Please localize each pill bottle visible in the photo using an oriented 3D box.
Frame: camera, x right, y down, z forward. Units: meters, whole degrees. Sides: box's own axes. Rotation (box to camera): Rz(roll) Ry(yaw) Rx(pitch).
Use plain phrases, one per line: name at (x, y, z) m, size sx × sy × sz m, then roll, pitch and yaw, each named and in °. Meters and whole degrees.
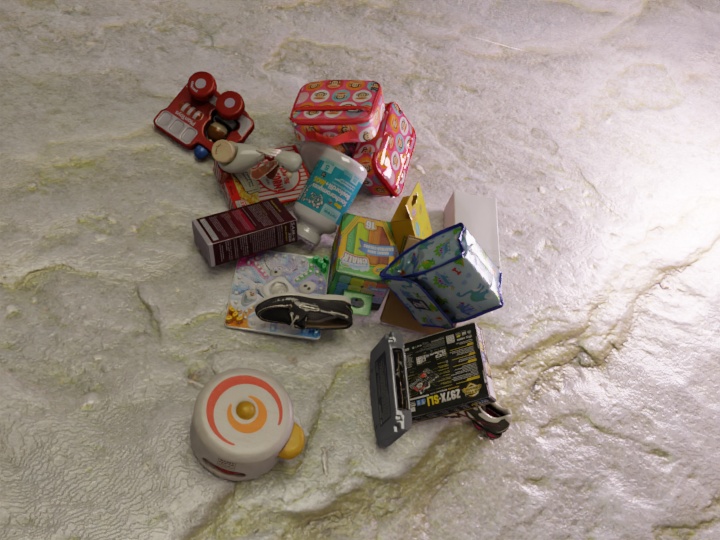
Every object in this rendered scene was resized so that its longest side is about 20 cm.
pill bottle at (-0.076, -0.157, 1.802) m, size 0.110 × 0.111 × 0.201 m, roll 28°, pitch 89°, yaw 3°
pill bottle at (-0.046, -0.312, 1.943) m, size 0.116 × 0.117 × 0.200 m, roll 33°, pitch 55°, yaw 6°

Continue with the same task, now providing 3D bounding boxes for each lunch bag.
lunch bag at (-0.054, -0.347, 1.835) m, size 0.199 × 0.082 × 0.177 m, roll 2°, pitch 48°, yaw 16°
lunch bag at (0.162, 0.025, 1.649) m, size 0.170 × 0.199 × 0.128 m, roll 49°, pitch 33°, yaw -31°
lunch bag at (0.063, -0.275, 1.932) m, size 0.081 × 0.176 × 0.201 m, roll 2°, pitch 63°, yaw 30°

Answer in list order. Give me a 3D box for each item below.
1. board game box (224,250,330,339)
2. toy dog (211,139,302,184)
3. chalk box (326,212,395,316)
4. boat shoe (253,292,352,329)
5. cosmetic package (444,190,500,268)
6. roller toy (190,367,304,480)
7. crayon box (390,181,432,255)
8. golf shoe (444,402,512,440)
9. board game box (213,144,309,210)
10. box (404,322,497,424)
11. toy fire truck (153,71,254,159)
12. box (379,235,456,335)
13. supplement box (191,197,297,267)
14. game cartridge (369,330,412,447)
board game box at (-0.171, 0.040, 1.720) m, size 0.199 × 0.026 × 0.201 m, roll 8°, pitch 56°, yaw -2°
toy dog at (-0.236, -0.224, 1.782) m, size 0.199 × 0.097 × 0.132 m, roll 14°, pitch 8°, yaw 28°
chalk box at (0.000, 0.000, 1.750) m, size 0.124 × 0.124 × 0.201 m, roll 11°, pitch 56°, yaw -8°
boat shoe at (-0.112, 0.089, 1.640) m, size 0.199 × 0.074 × 0.061 m, roll 3°, pitch 51°, yaw -16°
cosmetic package at (0.257, -0.079, 1.904) m, size 0.112 × 0.081 × 0.201 m, roll 11°, pitch 55°, yaw -9°
roller toy at (-0.215, 0.280, 1.497) m, size 0.182 × 0.140 × 0.201 m, roll -20°, pitch 66°, yaw -26°
crayon box at (0.116, -0.076, 1.779) m, size 0.050 × 0.201 × 0.127 m, roll -6°, pitch 27°, yaw 21°
golf shoe at (0.215, 0.265, 1.666) m, size 0.199 × 0.088 × 0.077 m, roll 24°, pitch 56°, yaw 3°
board game box at (-0.215, -0.200, 1.863) m, size 0.199 × 0.046 × 0.152 m, roll -14°, pitch 63°, yaw -24°
box at (0.158, 0.207, 1.636) m, size 0.199 × 0.049 × 0.161 m, roll -19°, pitch 61°, yaw 20°
toy fire truck at (-0.354, -0.344, 1.893) m, size 0.200 × 0.112 × 0.168 m, roll 35°, pitch 79°, yaw 8°
box at (0.146, 0.038, 1.737) m, size 0.162 × 0.201 × 0.021 m, roll 15°, pitch 20°, yaw -6°
supplement box at (-0.245, -0.084, 1.744) m, size 0.199 × 0.061 × 0.109 m, roll -18°, pitch 40°, yaw -21°
game cartridge at (0.056, 0.235, 1.608) m, size 0.041 × 0.133 × 0.201 m, roll 3°, pitch 62°, yaw -14°
